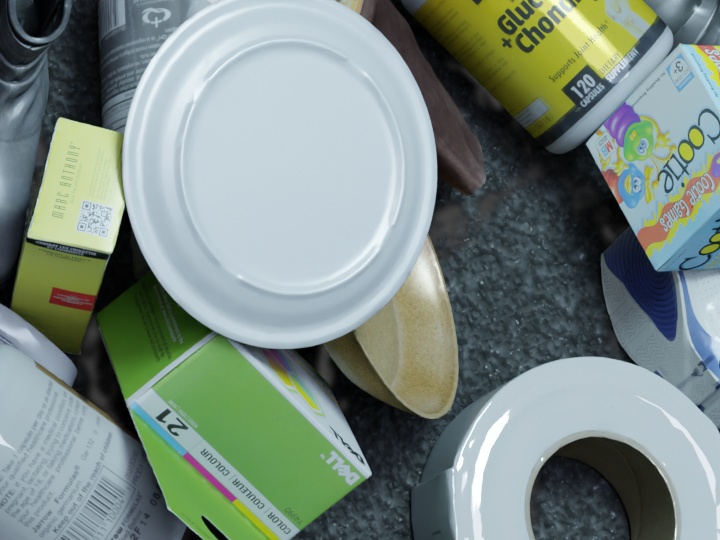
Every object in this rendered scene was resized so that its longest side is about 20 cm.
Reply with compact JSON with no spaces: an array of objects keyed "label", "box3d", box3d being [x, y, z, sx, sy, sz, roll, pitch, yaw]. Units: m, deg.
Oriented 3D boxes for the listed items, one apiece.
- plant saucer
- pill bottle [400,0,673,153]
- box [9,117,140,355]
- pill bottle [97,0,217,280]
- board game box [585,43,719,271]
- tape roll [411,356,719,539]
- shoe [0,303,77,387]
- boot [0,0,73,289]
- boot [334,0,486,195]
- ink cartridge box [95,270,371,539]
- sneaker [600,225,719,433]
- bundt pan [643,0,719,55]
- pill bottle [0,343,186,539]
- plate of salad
[{"label":"plant saucer","box3d":[0.000,0.000,1.679,0.035,0.200,0.201,-21,80,19]},{"label":"pill bottle","box3d":[0.096,-0.179,1.777,0.200,0.112,0.112,44,65,-4]},{"label":"box","box3d":[-0.167,-0.015,1.584,0.050,0.200,0.075,14,69,-7]},{"label":"pill bottle","box3d":[-0.102,-0.094,1.681,0.110,0.111,0.201,2,75,-20]},{"label":"board game box","box3d":[0.261,-0.072,1.764,0.200,0.105,0.103,-2,56,-43]},{"label":"tape roll","box3d":[0.136,0.157,1.720,0.202,0.071,0.203,5,74,-19]},{"label":"shoe","box3d":[-0.269,0.045,1.606,0.200,0.071,0.091,30,69,-4]},{"label":"boot","box3d":[-0.208,-0.098,1.604,0.070,0.132,0.200,12,52,-19]},{"label":"boot","box3d":[0.023,-0.113,1.685,0.072,0.200,0.166,-41,103,8]},{"label":"ink cartridge box","box3d":[-0.061,0.098,1.570,0.076,0.200,0.148,-39,124,7]},{"label":"sneaker","box3d":[0.245,0.047,1.794,0.115,0.081,0.200,-18,74,-38]},{"label":"bundt pan","box3d":[0.243,-0.210,1.860,0.201,0.076,0.202,6,72,-19]},{"label":"pill bottle","box3d":[-0.201,0.106,1.544,0.200,0.114,0.114,38,66,-17]},{"label":"plate of salad","box3d":[-0.047,-0.056,1.549,0.200,0.048,0.201,1,89,-30]}]
